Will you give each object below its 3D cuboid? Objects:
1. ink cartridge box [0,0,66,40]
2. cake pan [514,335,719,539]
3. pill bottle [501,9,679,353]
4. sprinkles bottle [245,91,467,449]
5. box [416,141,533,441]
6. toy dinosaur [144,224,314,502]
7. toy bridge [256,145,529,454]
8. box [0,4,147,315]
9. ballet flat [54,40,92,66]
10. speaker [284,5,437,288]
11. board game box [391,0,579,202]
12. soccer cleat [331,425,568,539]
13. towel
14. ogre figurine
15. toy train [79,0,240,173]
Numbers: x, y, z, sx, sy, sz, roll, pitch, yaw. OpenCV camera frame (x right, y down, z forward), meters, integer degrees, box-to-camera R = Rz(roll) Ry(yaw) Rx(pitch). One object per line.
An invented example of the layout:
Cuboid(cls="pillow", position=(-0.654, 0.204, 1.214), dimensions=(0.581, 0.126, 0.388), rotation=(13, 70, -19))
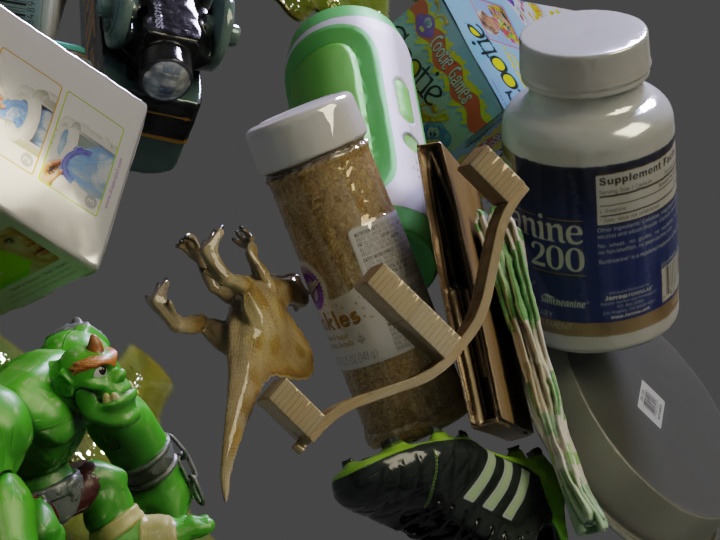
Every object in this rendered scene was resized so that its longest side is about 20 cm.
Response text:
Cuboid(cls="ink cartridge box", position=(-0.176, -0.240, 1.499), dimensions=(0.043, 0.197, 0.201), rotation=(8, 36, -3))
Cuboid(cls="cake pan", position=(0.184, 0.100, 1.772), dimensions=(0.200, 0.037, 0.201), rotation=(35, 32, -26))
Cuboid(cls="pill bottle", position=(0.147, -0.058, 1.695), dimensions=(0.111, 0.110, 0.201), rotation=(-61, 150, -60))
Cuboid(cls="sprinkles bottle", position=(0.000, 0.000, 1.530), dimensions=(0.068, 0.068, 0.201), rotation=(-32, 102, -62))
Cuboid(cls="box", position=(0.069, 0.017, 1.583), dimensions=(0.200, 0.021, 0.165), rotation=(32, 45, -79))
Cuboid(cls="toy dinosaur", position=(-0.064, 0.031, 1.471), dimensions=(0.101, 0.058, 0.200), rotation=(44, 29, -16))
Cuboid(cls="toy bridge", position=(0.027, 0.025, 1.456), dimensions=(0.067, 0.027, 0.200), rotation=(43, 73, -9))
Cuboid(cls="box", position=(-0.221, -0.074, 1.283), dimensions=(0.200, 0.112, 0.102), rotation=(34, 53, -29))
Cuboid(cls="ballet flat", position=(-0.224, -0.104, 1.389), dimensions=(0.199, 0.074, 0.075), rotation=(12, 46, -38))
Cuboid(cls="speaker", position=(0.001, -0.072, 1.655), dimensions=(0.088, 0.088, 0.201), rotation=(30, 35, -34))
Cuboid(cls="board game box", position=(0.093, -0.116, 1.821), dimensions=(0.199, 0.103, 0.105), rotation=(2, 56, -55))
Cuboid(cls="soccer cleat", position=(0.060, 0.139, 1.522), dimensions=(0.199, 0.067, 0.082), rotation=(11, 56, -51))
Cuboid(cls="towel", position=(0.113, 0.062, 1.602), dimensions=(0.153, 0.023, 0.201), rotation=(36, 36, -82))
Cuboid(cls="ogre figurine", position=(-0.142, 0.096, 1.251), dimensions=(0.200, 0.098, 0.121), rotation=(-30, 99, -46))
Cuboid(cls="toy train", position=(-0.126, -0.150, 1.535), dimensions=(0.085, 0.114, 0.201), rotation=(11, 40, -19))
